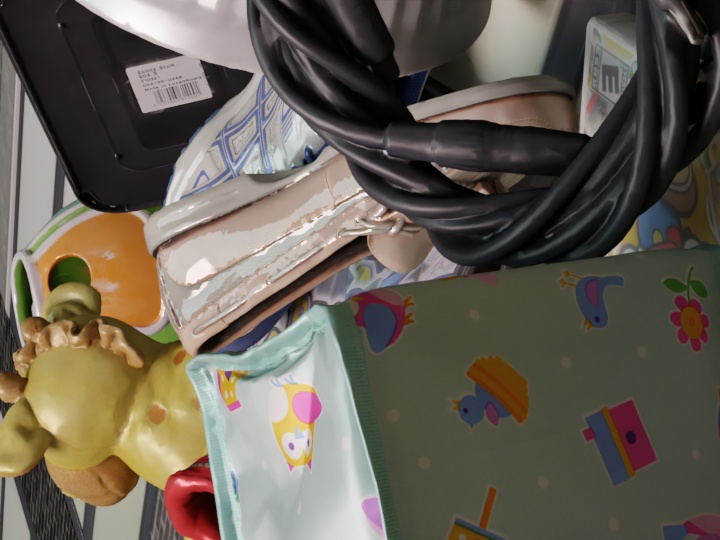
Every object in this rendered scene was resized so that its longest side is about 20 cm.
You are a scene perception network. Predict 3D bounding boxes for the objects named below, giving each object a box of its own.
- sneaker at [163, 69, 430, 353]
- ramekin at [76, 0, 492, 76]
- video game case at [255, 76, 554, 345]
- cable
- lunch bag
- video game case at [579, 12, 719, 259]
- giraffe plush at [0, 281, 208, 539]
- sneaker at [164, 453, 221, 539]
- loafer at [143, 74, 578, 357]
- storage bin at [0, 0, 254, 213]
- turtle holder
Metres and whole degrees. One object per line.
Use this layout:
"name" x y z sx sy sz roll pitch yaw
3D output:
"sneaker" -0.025 -0.050 0.855 0.088 0.075 0.200 37 106 60
"ramekin" -0.032 -0.168 0.772 0.201 0.200 0.098 -120 37 -44
"video game case" 0.000 0.000 0.885 0.181 0.025 0.200 -66 28 10
"cable" 0.035 -0.099 0.652 0.200 0.051 0.163 45 122 10
"lunch bag" 0.054 0.104 0.614 0.122 0.170 0.200 -27 73 54
"video game case" 0.122 0.033 0.686 0.182 0.023 0.200 -131 38 -55
"giraffe plush" -0.111 0.083 1.057 0.173 0.162 0.200 -64 -22 -71
"sneaker" -0.027 0.151 0.889 0.200 0.085 0.077 44 142 45
"loafer" 0.003 -0.018 0.782 0.200 0.072 0.063 -19 75 30
"storage bin" -0.098 -0.128 0.959 0.200 0.135 0.094 75 -177 -56
"turtle holder" -0.159 0.009 1.276 0.185 0.132 0.141 -151 54 -65
